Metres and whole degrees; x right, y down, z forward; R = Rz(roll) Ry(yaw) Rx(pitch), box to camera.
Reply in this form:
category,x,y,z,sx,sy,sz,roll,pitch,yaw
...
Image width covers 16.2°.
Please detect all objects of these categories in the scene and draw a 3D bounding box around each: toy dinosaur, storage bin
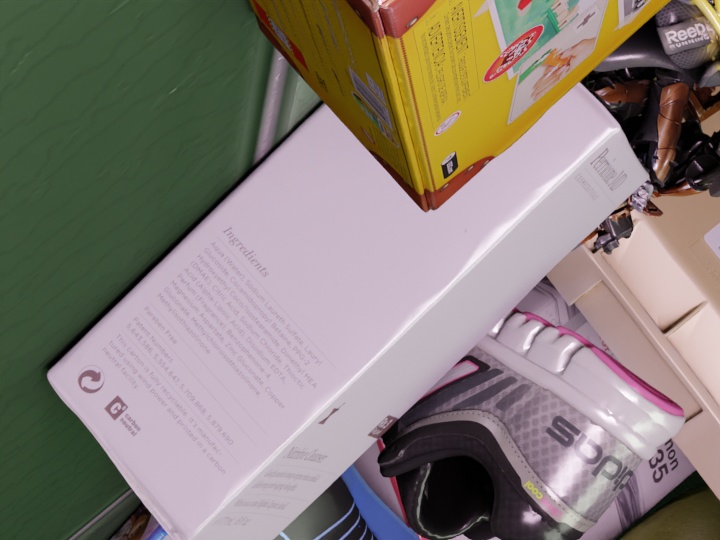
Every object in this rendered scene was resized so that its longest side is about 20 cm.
category,x,y,z,sx,sy,sz,roll,pitch,yaw
toy dinosaur,0.109,-0.065,0.995,0.200,0.102,0.136,-57,-169,-28
storage bin,0.177,-0.005,1.131,0.198,0.200,0.094,-35,176,-32

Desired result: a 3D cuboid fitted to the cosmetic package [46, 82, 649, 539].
category,x,y,z,sx,sy,sz,roll,pitch,yaw
cosmetic package,0.000,0.000,0.876,0.200,0.081,0.113,-43,167,6

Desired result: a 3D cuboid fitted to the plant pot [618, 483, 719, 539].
category,x,y,z,sx,sy,sz,roll,pitch,yaw
plant pot,0.168,0.188,1.196,0.187,0.187,0.200,-48,-175,29

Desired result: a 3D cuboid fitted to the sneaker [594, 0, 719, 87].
category,x,y,z,sx,sy,sz,roll,pitch,yaw
sneaker,0.146,-0.091,0.837,0.085,0.075,0.199,-41,-154,-30

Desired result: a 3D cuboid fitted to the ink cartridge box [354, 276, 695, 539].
category,x,y,z,sx,sy,sz,roll,pitch,yaw
ink cartridge box,0.076,0.065,1.206,0.200,0.083,0.147,-37,125,-25

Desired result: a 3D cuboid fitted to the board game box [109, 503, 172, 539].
category,x,y,z,sx,sy,sz,roll,pitch,yaw
board game box,-0.071,0.222,1.189,0.200,0.199,0.041,-48,-162,24

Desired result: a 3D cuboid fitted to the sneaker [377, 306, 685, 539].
category,x,y,z,sx,sy,sz,roll,pitch,yaw
sneaker,0.029,0.054,0.960,0.074,0.199,0.088,40,78,-40

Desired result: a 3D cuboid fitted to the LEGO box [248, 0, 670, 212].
category,x,y,z,sx,sy,sz,roll,pitch,yaw
LEGO box,0.041,-0.109,0.612,0.149,0.077,0.200,-42,169,-4

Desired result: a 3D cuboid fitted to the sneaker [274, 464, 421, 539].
category,x,y,z,sx,sy,sz,roll,pitch,yaw
sneaker,-0.029,0.123,1.054,0.070,0.078,0.200,-10,150,28
